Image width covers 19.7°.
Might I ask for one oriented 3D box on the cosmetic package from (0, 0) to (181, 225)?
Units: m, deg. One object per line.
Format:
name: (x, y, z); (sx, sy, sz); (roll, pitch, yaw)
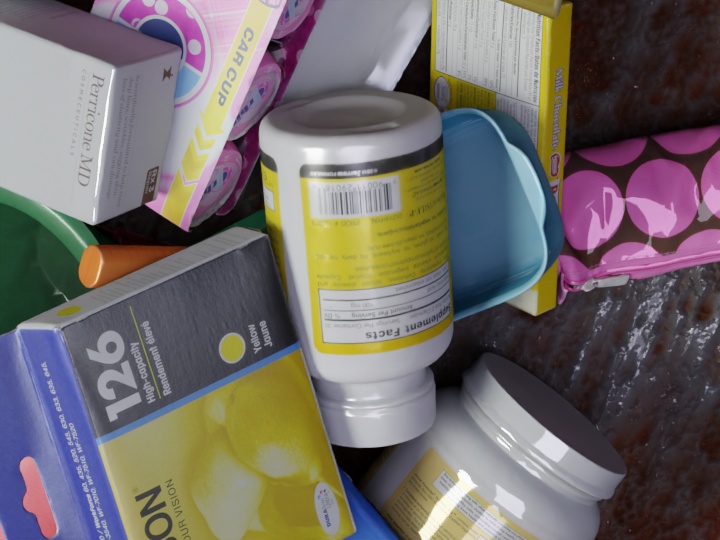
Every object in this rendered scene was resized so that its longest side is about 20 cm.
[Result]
cosmetic package: (-0.212, -0.111, 1.229); (0.199, 0.074, 0.102); (21, 114, 24)

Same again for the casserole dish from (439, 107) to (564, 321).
casserole dish: (0.056, -0.033, 1.295); (0.039, 0.199, 0.122); (-21, 89, -41)

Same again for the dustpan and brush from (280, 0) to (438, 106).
dustpan and brush: (-0.061, -0.178, 1.291); (0.199, 0.057, 0.140); (30, 91, -21)

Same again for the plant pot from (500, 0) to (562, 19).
plant pot: (0.035, -0.276, 1.197); (0.198, 0.194, 0.197); (12, 107, -3)

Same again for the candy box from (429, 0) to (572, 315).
candy box: (0.084, -0.081, 1.293); (0.026, 0.102, 0.201); (-21, 122, -40)

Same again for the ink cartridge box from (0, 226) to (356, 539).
ink cartridge box: (-0.114, 0.103, 1.194); (0.199, 0.047, 0.199); (-26, 110, -30)

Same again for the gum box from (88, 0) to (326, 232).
gum box: (-0.103, -0.131, 1.244); (0.113, 0.066, 0.201); (34, 120, 14)

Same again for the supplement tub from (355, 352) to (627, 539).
supplement tub: (0.066, 0.169, 1.362); (0.145, 0.146, 0.200); (35, 102, -15)

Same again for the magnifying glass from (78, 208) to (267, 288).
magnifying glass: (-0.090, -0.001, 1.259); (0.199, 0.022, 0.080); (2, 111, -49)

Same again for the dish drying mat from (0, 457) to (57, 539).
dish drying mat: (-0.224, 0.174, 1.221); (0.077, 0.018, 0.200); (38, 95, -3)

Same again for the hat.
hat: (-0.165, -0.012, 1.343); (0.165, 0.176, 0.200); (-32, 98, 40)

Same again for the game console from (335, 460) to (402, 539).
game console: (-0.080, 0.185, 1.345); (0.200, 0.171, 0.118); (-41, 115, 8)

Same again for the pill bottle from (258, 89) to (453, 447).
pill bottle: (0.000, 0.000, 1.255); (0.110, 0.111, 0.201); (-5, 110, -4)

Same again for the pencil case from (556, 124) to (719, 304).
pencil case: (0.209, -0.041, 1.337); (0.198, 0.094, 0.091); (-12, 148, 0)
